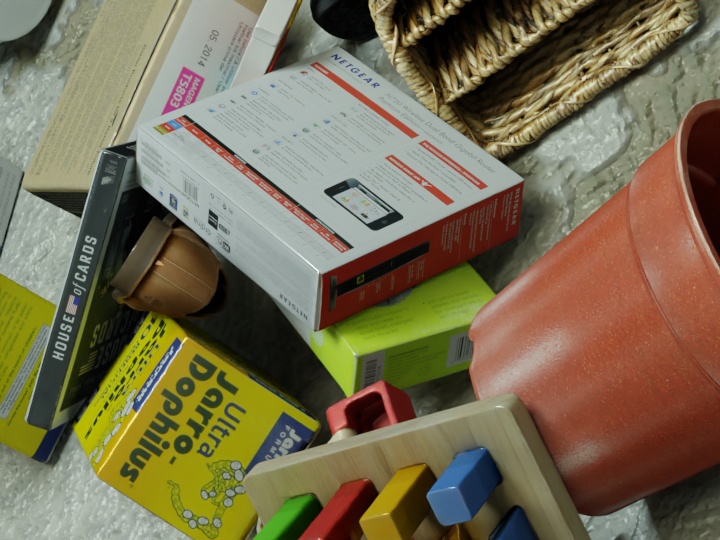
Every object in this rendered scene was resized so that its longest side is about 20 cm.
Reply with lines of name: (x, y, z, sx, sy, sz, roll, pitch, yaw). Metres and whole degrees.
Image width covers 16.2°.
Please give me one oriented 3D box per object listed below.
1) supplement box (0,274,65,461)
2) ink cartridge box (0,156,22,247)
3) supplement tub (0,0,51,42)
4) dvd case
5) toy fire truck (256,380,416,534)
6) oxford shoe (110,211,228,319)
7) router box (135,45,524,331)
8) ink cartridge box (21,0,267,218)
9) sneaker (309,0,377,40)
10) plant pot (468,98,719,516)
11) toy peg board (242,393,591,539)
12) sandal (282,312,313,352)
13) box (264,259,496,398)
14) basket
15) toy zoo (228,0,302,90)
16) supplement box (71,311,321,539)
supplement box: (-0.307, 0.046, 1.884, 0.109, 0.200, 0.110, 20, 79, 47)
ink cartridge box: (-0.405, -0.054, 2.042, 0.145, 0.200, 0.148, -5, 63, 40)
supplement tub: (-0.369, -0.257, 2.170, 0.199, 0.145, 0.146, 5, 70, 43)
dvd case: (-0.174, 0.004, 1.789, 0.025, 0.150, 0.201, 19, 103, 12)
toy fire truck: (-0.017, 0.165, 1.607, 0.200, 0.141, 0.049, -38, 46, 19)
oxford shoe: (-0.122, 0.007, 1.689, 0.072, 0.071, 0.200, -58, 3, 2)
router box: (-0.021, -0.059, 1.694, 0.200, 0.179, 0.049, 39, 139, 36)
ink cartridge box: (-0.164, -0.137, 1.936, 0.164, 0.075, 0.201, 6, 70, 62)
sneaker: (0.036, -0.244, 1.852, 0.199, 0.072, 0.083, -24, 51, 30)
plant pot: (0.180, 0.037, 1.484, 0.195, 0.200, 0.202, -36, 46, 32)
toy peg board: (0.035, 0.201, 1.485, 0.198, 0.201, 0.098, -18, 17, 34)
sandal: (-0.054, -0.011, 1.804, 0.054, 0.080, 0.201, -53, 43, 36)
box: (0.000, 0.000, 1.700, 0.200, 0.121, 0.048, 50, 145, 42)
basket: (0.104, -0.198, 1.711, 0.199, 0.143, 0.150, -33, 47, 24)
toy zoo: (-0.075, -0.146, 1.824, 0.131, 0.020, 0.201, -69, 4, -57)
supplement box: (-0.114, 0.103, 1.695, 0.109, 0.109, 0.200, -57, 13, -1)
